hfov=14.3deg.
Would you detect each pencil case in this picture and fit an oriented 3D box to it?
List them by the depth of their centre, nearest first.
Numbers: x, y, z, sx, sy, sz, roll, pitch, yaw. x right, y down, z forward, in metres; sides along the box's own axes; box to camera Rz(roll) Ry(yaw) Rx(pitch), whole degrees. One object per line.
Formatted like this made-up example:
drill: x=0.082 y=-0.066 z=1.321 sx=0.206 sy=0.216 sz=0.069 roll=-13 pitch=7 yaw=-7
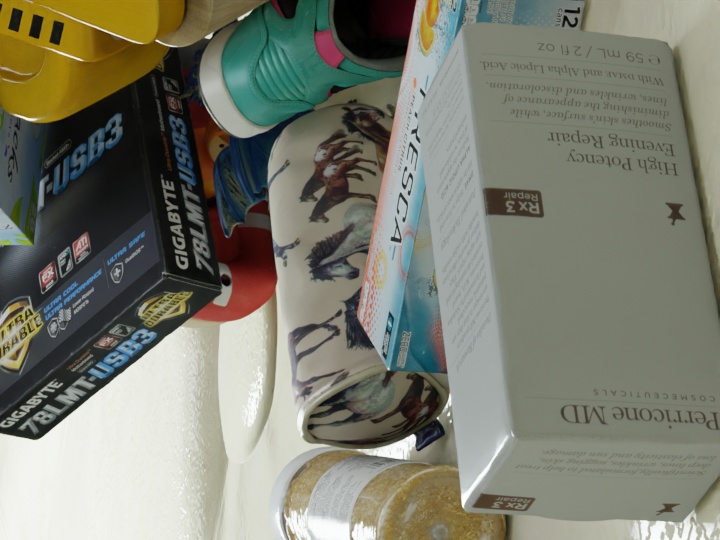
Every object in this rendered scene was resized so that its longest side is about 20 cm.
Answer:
pencil case: x=0.000 y=0.000 z=1.521 sx=0.078 sy=0.089 sz=0.200 roll=70 pitch=-171 yaw=-52

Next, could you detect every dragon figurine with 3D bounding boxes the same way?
dragon figurine: x=-0.053 y=-0.054 z=1.663 sx=0.059 sy=0.099 sz=0.200 roll=125 pitch=145 yaw=-60

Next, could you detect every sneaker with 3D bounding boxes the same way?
sneaker: x=-0.002 y=-0.155 z=1.560 sx=0.121 sy=0.084 sz=0.200 roll=-19 pitch=27 yaw=34

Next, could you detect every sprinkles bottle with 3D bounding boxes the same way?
sprinkles bottle: x=0.010 y=0.128 z=1.467 sx=0.200 sy=0.068 sz=0.068 roll=177 pitch=97 yaw=-73

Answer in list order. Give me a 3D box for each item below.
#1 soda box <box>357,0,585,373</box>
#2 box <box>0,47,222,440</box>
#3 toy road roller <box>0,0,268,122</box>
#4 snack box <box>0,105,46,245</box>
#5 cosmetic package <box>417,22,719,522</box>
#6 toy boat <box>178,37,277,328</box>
soda box: x=0.052 y=-0.052 z=1.384 sx=0.068 sy=0.064 sz=0.200 roll=-121 pitch=38 yaw=-62
box: x=-0.171 y=-0.029 z=1.736 sx=0.200 sy=0.050 sz=0.199 roll=-38 pitch=52 yaw=38
toy road roller: x=-0.128 y=-0.147 z=1.520 sx=0.200 sy=0.123 sz=0.146 roll=21 pitch=128 yaw=33
snack box: x=-0.234 y=-0.122 z=1.654 sx=0.200 sy=0.068 sz=0.169 roll=62 pitch=-149 yaw=-73
cosmetic package: x=0.088 y=0.000 z=1.192 sx=0.074 sy=0.102 sz=0.200 roll=117 pitch=151 yaw=-54
toy boat: x=-0.095 y=-0.067 z=1.794 sx=0.131 sy=0.130 sz=0.200 roll=-28 pitch=58 yaw=47
